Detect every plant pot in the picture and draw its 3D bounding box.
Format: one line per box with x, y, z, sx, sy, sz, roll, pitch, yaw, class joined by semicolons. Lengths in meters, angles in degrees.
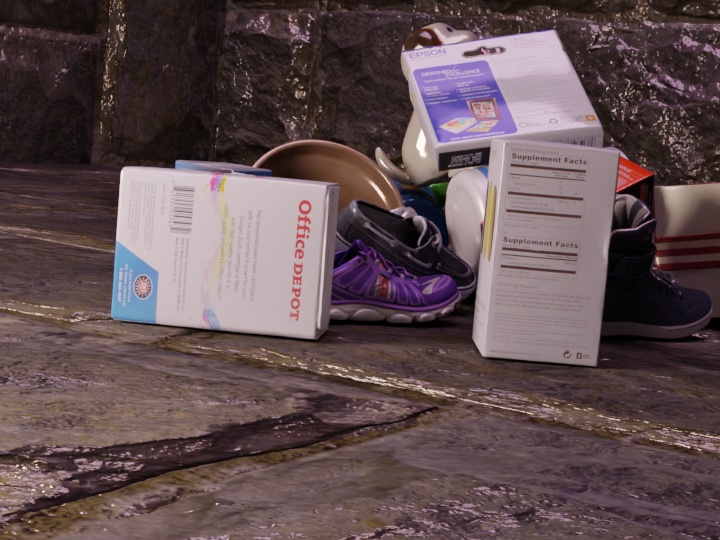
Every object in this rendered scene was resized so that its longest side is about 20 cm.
-0.052;-0.048;1.799;0.200;0.201;0.093;3;-31;-14;plant pot

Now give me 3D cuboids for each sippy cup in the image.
0.053;-0.054;1.952;0.139;0.178;0.130;26;3;-18;sippy cup

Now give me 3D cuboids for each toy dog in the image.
0.111;-0.210;1.905;0.194;0.200;0.139;-10;-3;24;toy dog

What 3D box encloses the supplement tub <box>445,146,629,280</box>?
0.210;-0.067;1.755;0.200;0.132;0.132;-11;11;-16;supplement tub

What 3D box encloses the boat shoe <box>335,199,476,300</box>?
0.057;-0.026;1.637;0.200;0.068;0.072;23;32;-30;boat shoe

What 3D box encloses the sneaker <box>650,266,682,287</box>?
0.264;0.022;1.720;0.200;0.070;0.100;5;4;-9;sneaker

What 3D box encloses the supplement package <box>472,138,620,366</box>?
0.172;-0.021;1.432;0.109;0.200;0.114;5;6;-2;supplement package

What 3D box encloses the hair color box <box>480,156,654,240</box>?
0.223;-0.037;1.623;0.200;0.102;0.061;-27;40;-26;hair color box

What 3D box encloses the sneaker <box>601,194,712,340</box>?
0.305;-0.005;1.600;0.202;0.146;0.077;-1;26;-29;sneaker

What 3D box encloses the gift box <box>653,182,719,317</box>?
0.452;-0.017;1.775;0.186;0.185;0.200;-2;6;25;gift box

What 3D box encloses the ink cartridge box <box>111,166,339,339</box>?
-0.124;-0.019;1.436;0.200;0.145;0.085;6;5;8;ink cartridge box

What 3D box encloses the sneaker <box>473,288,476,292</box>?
0.175;-0.007;1.883;0.111;0.077;0.200;5;6;2;sneaker

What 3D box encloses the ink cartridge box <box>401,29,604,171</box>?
0.163;-0.201;1.787;0.197;0.047;0.200;-9;41;-6;ink cartridge box

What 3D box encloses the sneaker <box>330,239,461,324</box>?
0.017;0.011;1.565;0.200;0.084;0.081;3;7;-28;sneaker

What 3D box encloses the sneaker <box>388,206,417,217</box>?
0.000;0.000;1.686;0.200;0.099;0.078;-22;-19;-26;sneaker

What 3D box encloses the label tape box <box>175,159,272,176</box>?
-0.138;-0.038;1.607;0.066;0.144;0.200;1;7;-30;label tape box
